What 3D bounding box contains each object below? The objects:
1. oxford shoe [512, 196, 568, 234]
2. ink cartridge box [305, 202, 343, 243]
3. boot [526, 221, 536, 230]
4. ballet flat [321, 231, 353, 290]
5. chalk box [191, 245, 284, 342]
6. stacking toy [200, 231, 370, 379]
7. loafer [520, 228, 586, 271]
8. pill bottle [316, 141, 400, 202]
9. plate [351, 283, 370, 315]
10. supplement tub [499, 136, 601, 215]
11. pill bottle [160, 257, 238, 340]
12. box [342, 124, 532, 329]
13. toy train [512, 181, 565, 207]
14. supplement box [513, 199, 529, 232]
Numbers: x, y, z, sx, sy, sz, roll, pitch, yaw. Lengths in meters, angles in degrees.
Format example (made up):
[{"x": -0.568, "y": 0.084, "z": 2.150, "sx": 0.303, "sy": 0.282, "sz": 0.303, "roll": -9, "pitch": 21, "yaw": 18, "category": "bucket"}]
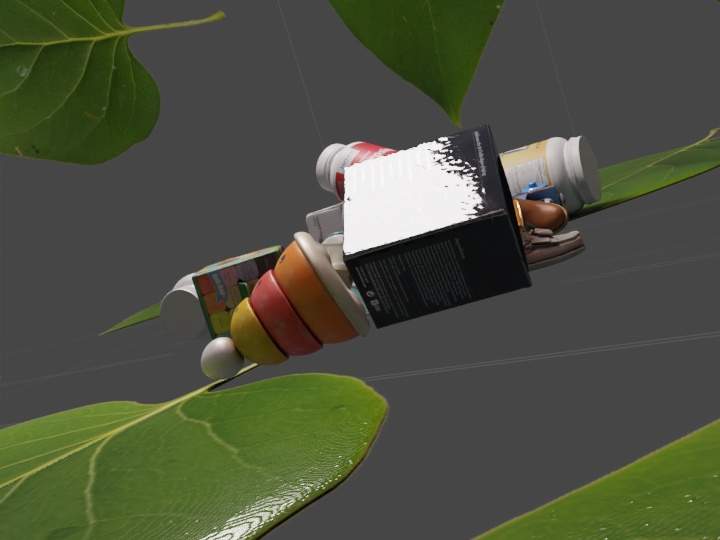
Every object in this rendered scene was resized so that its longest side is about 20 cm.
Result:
[{"x": 0.231, "y": -0.090, "z": 1.595, "sx": 0.200, "sy": 0.071, "sz": 0.071, "roll": 2, "pitch": -23, "yaw": 18, "category": "oxford shoe"}, {"x": 0.005, "y": -0.059, "z": 1.816, "sx": 0.083, "sy": 0.145, "sz": 0.200, "roll": -12, "pitch": 7, "yaw": 35, "category": "ink cartridge box"}, {"x": 0.169, "y": -0.076, "z": 1.553, "sx": 0.138, "sy": 0.078, "sz": 0.200, "roll": 3, "pitch": 20, "yaw": -46, "category": "boot"}, {"x": -0.042, "y": 0.031, "z": 1.306, "sx": 0.069, "sy": 0.069, "sz": 0.200, "roll": -20, "pitch": -28, "yaw": -28, "category": "ballet flat"}, {"x": -0.153, "y": 0.043, "z": 1.378, "sx": 0.124, "sy": 0.125, "sz": 0.200, "roll": -17, "pitch": 4, "yaw": 0, "category": "chalk box"}, {"x": -0.102, "y": 0.063, "z": 1.164, "sx": 0.200, "sy": 0.146, "sz": 0.146, "roll": -34, "pitch": 6, "yaw": -1, "category": "stacking toy"}, {"x": 0.191, "y": -0.024, "z": 1.288, "sx": 0.200, "sy": 0.063, "sz": 0.072, "roll": -18, "pitch": 4, "yaw": -1, "category": "loafer"}, {"x": 0.023, "y": -0.155, "z": 1.683, "sx": 0.200, "sy": 0.112, "sz": 0.112, "roll": 21, "pitch": 31, "yaw": 41, "category": "pill bottle"}, {"x": 0.037, "y": -0.022, "z": 1.386, "sx": 0.200, "sy": 0.026, "sz": 0.200, "roll": -28, "pitch": 34, "yaw": 21, "category": "plate"}, {"x": 0.327, "y": -0.160, "z": 1.829, "sx": 0.200, "sy": 0.145, "sz": 0.145, "roll": -15, "pitch": 6, "yaw": 27, "category": "supplement tub"}, {"x": -0.244, "y": 0.050, "z": 1.660, "sx": 0.113, "sy": 0.113, "sz": 0.200, "roll": -15, "pitch": 5, "yaw": 24, "category": "pill bottle"}, {"x": 0.089, "y": -0.057, "z": 1.221, "sx": 0.196, "sy": 0.124, "sz": 0.200, "roll": -17, "pitch": 36, "yaw": 13, "category": "box"}, {"x": 0.250, "y": -0.088, "z": 1.693, "sx": 0.200, "sy": 0.087, "sz": 0.114, "roll": -14, "pitch": 15, "yaw": 16, "category": "toy train"}, {"x": 0.140, "y": -0.032, "z": 1.410, "sx": 0.200, "sy": 0.067, "sz": 0.069, "roll": -14, "pitch": 39, "yaw": 16, "category": "supplement box"}]
